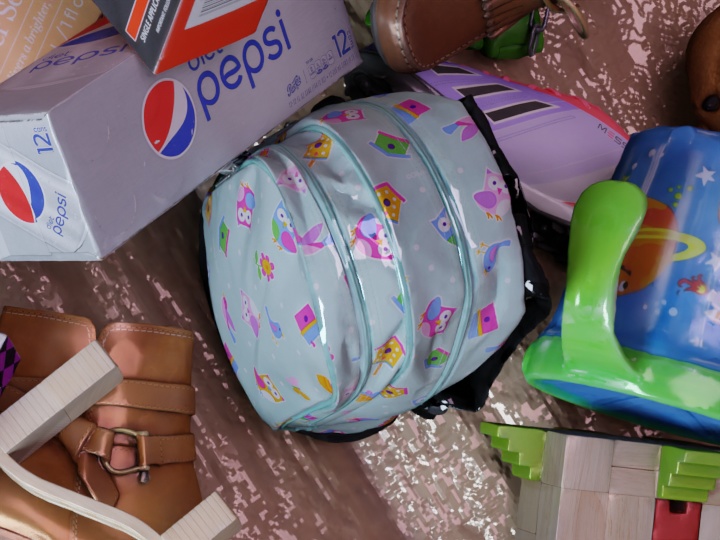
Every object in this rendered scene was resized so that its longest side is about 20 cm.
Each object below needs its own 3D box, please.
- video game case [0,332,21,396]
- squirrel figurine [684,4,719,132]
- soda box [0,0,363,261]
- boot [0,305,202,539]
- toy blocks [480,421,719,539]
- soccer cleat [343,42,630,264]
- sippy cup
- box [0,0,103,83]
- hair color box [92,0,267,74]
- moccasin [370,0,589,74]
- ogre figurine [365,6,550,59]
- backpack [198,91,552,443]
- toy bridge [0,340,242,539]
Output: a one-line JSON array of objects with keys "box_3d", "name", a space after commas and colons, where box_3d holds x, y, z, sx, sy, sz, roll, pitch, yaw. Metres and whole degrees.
[{"box_3d": [-0.271, 0.075, 0.924, 0.199, 0.036, 0.182, 21, 71, 10], "name": "video game case"}, {"box_3d": [0.260, -0.081, 1.144, 0.186, 0.142, 0.200, 42, 55, 4], "name": "squirrel figurine"}, {"box_3d": [-0.084, -0.079, 0.949, 0.200, 0.063, 0.069, -42, 122, -44], "name": "soda box"}, {"box_3d": [-0.091, 0.106, 1.005, 0.198, 0.077, 0.157, 12, 75, -7], "name": "boot"}, {"box_3d": [0.151, 0.153, 1.073, 0.198, 0.100, 0.138, 7, 89, -18], "name": "toy blocks"}, {"box_3d": [0.081, -0.065, 1.097, 0.199, 0.068, 0.074, 32, 70, -15], "name": "soccer cleat"}, {"box_3d": [0.157, 0.007, 1.028, 0.138, 0.178, 0.131, 16, 82, 1], "name": "sippy cup"}, {"box_3d": [-0.211, -0.152, 0.991, 0.199, 0.106, 0.153, 25, 72, -13], "name": "box"}, {"box_3d": [-0.109, -0.189, 0.893, 0.061, 0.102, 0.200, -26, 67, -36], "name": "hair color box"}, {"box_3d": [0.085, -0.152, 1.031, 0.201, 0.077, 0.074, -32, 127, -32], "name": "moccasin"}, {"box_3d": [0.007, -0.181, 1.083, 0.198, 0.098, 0.121, 13, 93, -1], "name": "ogre figurine"}, {"box_3d": [0.000, 0.000, 0.983, 0.126, 0.200, 0.168, -25, 89, -22], "name": "backpack"}, {"box_3d": [-0.134, 0.060, 0.957, 0.067, 0.027, 0.200, -37, 75, -10], "name": "toy bridge"}]
